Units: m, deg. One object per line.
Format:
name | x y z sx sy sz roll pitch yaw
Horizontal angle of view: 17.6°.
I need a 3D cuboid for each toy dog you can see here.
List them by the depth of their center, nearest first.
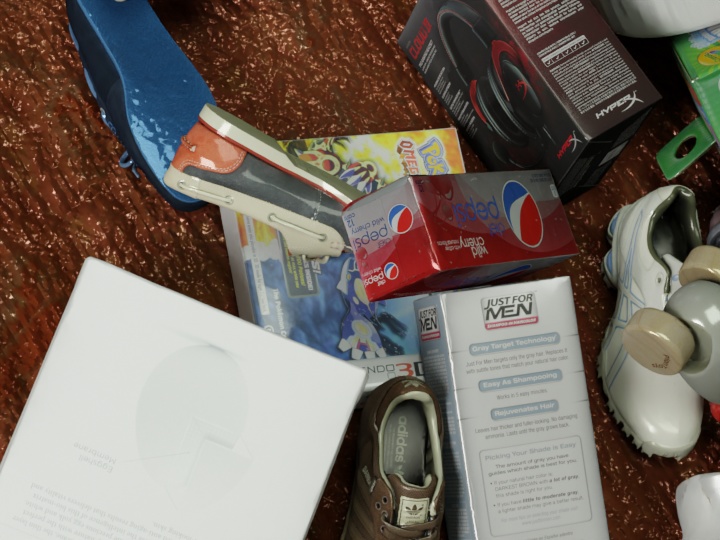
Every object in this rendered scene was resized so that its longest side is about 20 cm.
toy dog | 0.271 0.072 1.624 0.200 0.096 0.133 34 75 -39

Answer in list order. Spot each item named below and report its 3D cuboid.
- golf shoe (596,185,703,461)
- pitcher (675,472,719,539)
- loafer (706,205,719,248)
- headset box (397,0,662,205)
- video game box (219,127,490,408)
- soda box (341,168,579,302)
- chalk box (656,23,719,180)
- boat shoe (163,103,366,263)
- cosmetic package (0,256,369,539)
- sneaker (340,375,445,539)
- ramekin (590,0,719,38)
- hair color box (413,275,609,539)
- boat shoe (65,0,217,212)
golf shoe | 0.219 0.033 1.685 0.078 0.097 0.202 2 68 -15
pitcher | 0.243 0.265 1.588 0.172 0.121 0.200 44 52 -10
loafer | 0.317 -0.006 1.710 0.200 0.072 0.063 34 45 -38
headset box | 0.114 -0.156 1.712 0.075 0.149 0.201 -30 78 -24
video game box | 0.000 0.000 1.673 0.181 0.047 0.201 -5 68 -19
soda box | 0.071 -0.026 1.601 0.199 0.063 0.070 -6 75 -57
chalk box | 0.307 -0.132 1.724 0.199 0.125 0.124 -26 110 7
boat shoe | -0.040 -0.041 1.619 0.199 0.071 0.063 30 97 -16
cosmetic package | -0.127 0.128 1.520 0.198 0.123 0.201 23 77 -4
sneaker | 0.023 0.170 1.569 0.070 0.076 0.202 1 80 -9
ramekin | 0.249 -0.260 1.766 0.200 0.200 0.098 -38 118 -25
hair color box | 0.105 0.111 1.611 0.098 0.061 0.202 -7 87 -18
boat shoe | -0.152 -0.128 1.679 0.084 0.069 0.201 -13 69 -24
